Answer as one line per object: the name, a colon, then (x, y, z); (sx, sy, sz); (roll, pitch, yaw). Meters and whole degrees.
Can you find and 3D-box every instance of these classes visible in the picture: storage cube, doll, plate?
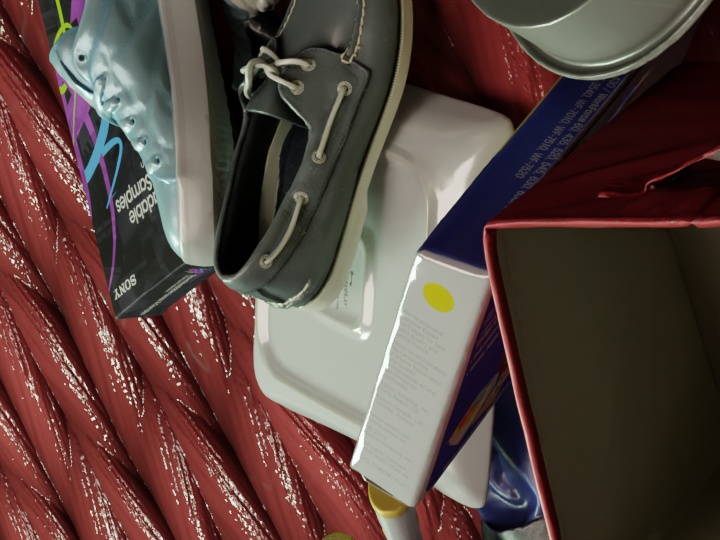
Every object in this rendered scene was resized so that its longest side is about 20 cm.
storage cube: (0.174, 0.025, 1.012); (0.171, 0.180, 0.200); (-1, 112, 32)
doll: (0.093, 0.128, 1.354); (0.136, 0.048, 0.200); (-16, 99, 56)
plate: (0.000, 0.000, 1.355); (0.200, 0.032, 0.200); (25, 117, 51)

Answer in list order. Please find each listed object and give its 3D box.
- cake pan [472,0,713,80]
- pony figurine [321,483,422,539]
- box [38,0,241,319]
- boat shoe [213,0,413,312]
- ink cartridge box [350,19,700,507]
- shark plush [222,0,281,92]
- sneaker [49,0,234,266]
cake pan: (0.094, -0.177, 1.067); (0.200, 0.037, 0.200); (-23, 63, 55)
pony figurine: (0.038, 0.223, 1.370); (0.200, 0.166, 0.193); (59, -162, -52)
box: (-0.117, -0.088, 1.459); (0.143, 0.036, 0.200); (-35, 68, 57)
boat shoe: (-0.026, -0.080, 1.300); (0.073, 0.062, 0.200); (17, 97, 50)
ink cartridge box: (0.074, -0.027, 1.139); (0.047, 0.198, 0.200); (29, 138, 14)
shark plush: (-0.051, -0.183, 1.348); (0.083, 0.091, 0.200); (-122, 13, -54)
sneaker: (-0.112, -0.092, 1.358); (0.074, 0.082, 0.200); (63, -163, -70)
